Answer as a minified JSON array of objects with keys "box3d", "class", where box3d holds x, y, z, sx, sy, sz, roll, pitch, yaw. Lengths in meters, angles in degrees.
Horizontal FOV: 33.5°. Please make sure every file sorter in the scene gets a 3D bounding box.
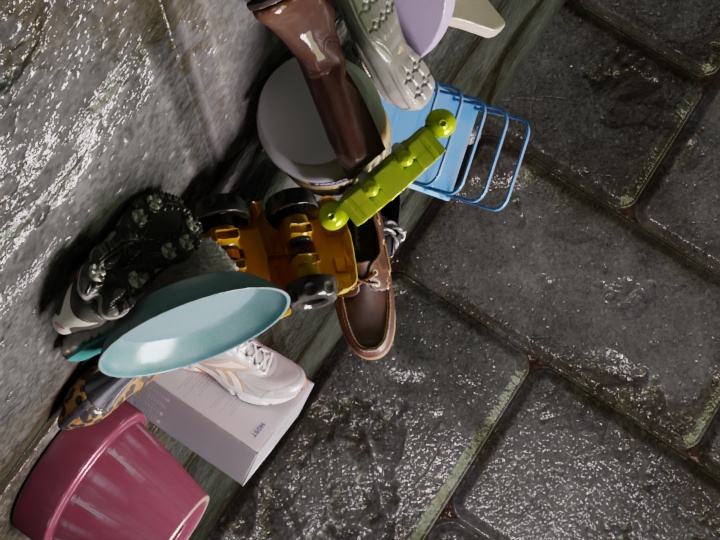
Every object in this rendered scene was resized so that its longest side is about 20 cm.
[{"box3d":[0.104,-0.168,1.542,0.199,0.122,0.140,15,94,-44],"class":"file sorter"}]

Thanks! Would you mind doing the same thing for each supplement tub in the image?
[{"box3d":[-0.041,-0.167,1.381,0.145,0.144,0.200,-57,173,0],"class":"supplement tub"}]

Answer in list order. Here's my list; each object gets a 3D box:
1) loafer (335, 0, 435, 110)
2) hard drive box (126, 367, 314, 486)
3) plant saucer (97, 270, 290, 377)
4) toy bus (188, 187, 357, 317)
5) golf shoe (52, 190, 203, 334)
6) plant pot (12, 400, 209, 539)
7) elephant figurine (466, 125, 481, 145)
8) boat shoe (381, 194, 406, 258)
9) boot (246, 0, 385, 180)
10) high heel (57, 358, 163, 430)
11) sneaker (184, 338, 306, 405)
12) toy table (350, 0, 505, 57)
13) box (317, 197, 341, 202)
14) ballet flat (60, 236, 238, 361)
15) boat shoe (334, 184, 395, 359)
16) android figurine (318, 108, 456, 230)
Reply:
[{"box3d":[0.014,-0.264,1.363,0.070,0.070,0.200,-52,128,-31],"class":"loafer"},{"box3d":[-0.187,0.160,1.572,0.156,0.199,0.077,-48,168,-48],"class":"hard drive box"},{"box3d":[-0.168,0.049,1.187,0.199,0.036,0.200,-20,162,-7],"class":"plant saucer"},{"box3d":[-0.123,0.008,1.370,0.199,0.136,0.192,-8,158,-18],"class":"toy bus"},{"box3d":[-0.229,-0.011,1.160,0.088,0.077,0.200,-33,-170,36],"class":"golf shoe"},{"box3d":[-0.293,0.280,1.464,0.200,0.179,0.200,-55,172,-12],"class":"plant pot"},{"box3d":[0.039,-0.166,1.666,0.156,0.199,0.142,-59,178,33],"class":"elephant figurine"},{"box3d":[0.024,-0.055,1.504,0.062,0.073,0.200,-19,-151,11],"class":"boat shoe"},{"box3d":[-0.036,-0.182,1.178,0.064,0.201,0.186,-15,-171,19],"class":"boot"},{"box3d":[-0.283,0.121,1.399,0.142,0.072,0.200,-40,-178,2],"class":"high heel"},{"box3d":[-0.159,0.103,1.512,0.092,0.199,0.076,118,-10,-49],"class":"sneaker"},{"box3d":[0.075,-0.334,1.412,0.117,0.184,0.200,-36,-172,-32],"class":"toy table"},{"box3d":[-0.086,-0.023,1.546,0.175,0.097,0.200,-18,180,12],"class":"box"},{"box3d":[-0.221,0.026,1.230,0.199,0.072,0.072,-25,170,-3],"class":"ballet flat"},{"box3d":[0.000,0.000,1.383,0.070,0.070,0.201,84,-2,-73],"class":"boat shoe"},{"box3d":[0.031,-0.104,1.273,0.182,0.041,0.200,-40,-176,7],"class":"android figurine"}]
